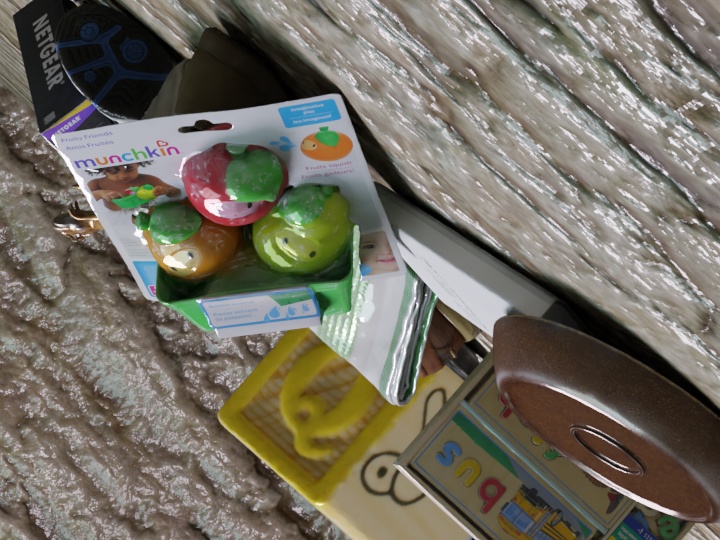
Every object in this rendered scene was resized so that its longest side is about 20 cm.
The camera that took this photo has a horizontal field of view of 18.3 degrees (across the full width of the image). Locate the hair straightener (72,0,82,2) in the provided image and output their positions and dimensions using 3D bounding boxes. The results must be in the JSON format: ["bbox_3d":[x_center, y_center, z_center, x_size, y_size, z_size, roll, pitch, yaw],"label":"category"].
[{"bbox_3d":[-0.226,-0.231,1.612,0.077,0.041,0.200,40,174,20],"label":"hair straightener"}]

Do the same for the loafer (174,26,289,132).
[{"bbox_3d":[-0.076,-0.094,1.510,0.076,0.067,0.200,38,173,31],"label":"loafer"}]

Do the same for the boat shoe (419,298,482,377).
[{"bbox_3d":[0.000,0.000,1.706,0.200,0.068,0.072,42,174,0],"label":"boat shoe"}]

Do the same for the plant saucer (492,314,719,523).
[{"bbox_3d":[0.158,0.098,1.369,0.200,0.035,0.200,32,165,10],"label":"plant saucer"}]

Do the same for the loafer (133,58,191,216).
[{"bbox_3d":[-0.131,-0.096,1.599,0.070,0.070,0.200,49,-163,-14],"label":"loafer"}]

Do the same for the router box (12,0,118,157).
[{"bbox_3d":[-0.215,-0.130,1.883,0.157,0.052,0.200,49,-168,-36],"label":"router box"}]

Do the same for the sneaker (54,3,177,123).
[{"bbox_3d":[-0.163,-0.131,1.769,0.200,0.076,0.077,42,170,6],"label":"sneaker"}]

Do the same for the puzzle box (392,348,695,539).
[{"bbox_3d":[0.139,0.159,1.645,0.200,0.133,0.025,42,175,-5],"label":"puzzle box"}]

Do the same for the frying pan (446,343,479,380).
[{"bbox_3d":[0.055,0.054,1.935,0.115,0.031,0.190,43,178,-9],"label":"frying pan"}]

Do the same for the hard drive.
[{"bbox_3d":[0.091,0.021,1.465,0.200,0.027,0.132,36,172,48],"label":"hard drive"}]

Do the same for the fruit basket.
[{"bbox_3d":[-0.079,-0.035,1.425,0.200,0.185,0.094,65,-160,-60],"label":"fruit basket"}]

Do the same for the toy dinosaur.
[{"bbox_3d":[-0.166,-0.047,1.764,0.200,0.060,0.106,12,145,40],"label":"toy dinosaur"}]

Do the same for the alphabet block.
[{"bbox_3d":[0.018,0.162,2.195,0.196,0.195,0.200,33,169,46],"label":"alphabet block"}]

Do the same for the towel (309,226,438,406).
[{"bbox_3d":[-0.027,-0.005,1.658,0.200,0.031,0.150,38,137,27],"label":"towel"}]
